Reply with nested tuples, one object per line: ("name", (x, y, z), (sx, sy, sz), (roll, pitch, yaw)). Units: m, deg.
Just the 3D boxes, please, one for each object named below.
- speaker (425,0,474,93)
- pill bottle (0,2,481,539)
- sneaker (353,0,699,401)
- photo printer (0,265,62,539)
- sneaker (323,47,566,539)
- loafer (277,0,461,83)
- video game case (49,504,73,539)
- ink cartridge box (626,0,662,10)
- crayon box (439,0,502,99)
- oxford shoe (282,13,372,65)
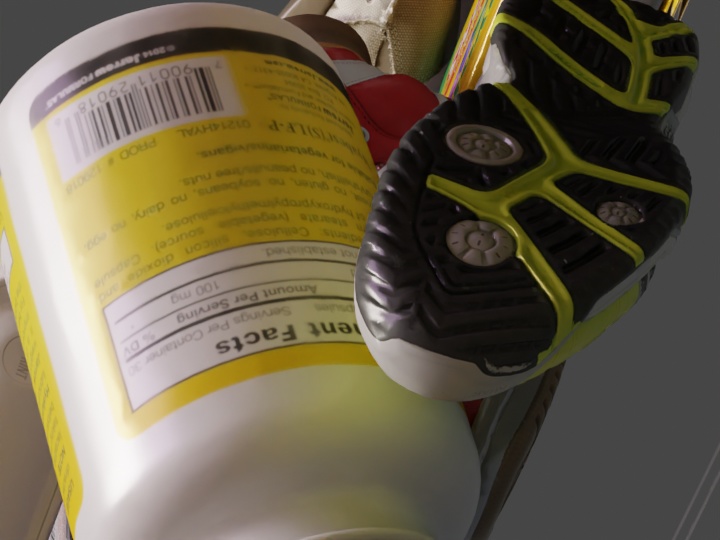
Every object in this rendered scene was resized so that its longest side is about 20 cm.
("speaker", (0.068, -0.147, 1.238), (0.081, 0.081, 0.201), (-74, 5, -64))
("pill bottle", (-0.031, 0.034, 0.804), (0.112, 0.111, 0.201), (114, 146, -46))
("sneaker", (0.046, -0.008, 0.771), (0.200, 0.075, 0.077), (-52, -21, -60))
("photo printer", (-0.154, 0.090, 1.048), (0.201, 0.069, 0.166), (-71, 15, -12))
("sneaker", (0.007, 0.002, 0.903), (0.200, 0.112, 0.071), (-77, 12, -59))
("loafer", (0.017, -0.113, 1.189), (0.200, 0.067, 0.076), (-52, -1, 27))
("video game case", (-0.096, 0.077, 1.111), (0.182, 0.023, 0.202), (-140, 51, -73))
("ink cartridge box", (0.088, -0.178, 0.916), (0.146, 0.083, 0.200), (-62, 4, 22))
("crayon box", (0.069, -0.091, 1.076), (0.200, 0.051, 0.128), (-78, 10, -72))
("oxford shoe", (0.000, 0.000, 1.071), (0.200, 0.071, 0.072), (62, -170, -50))
